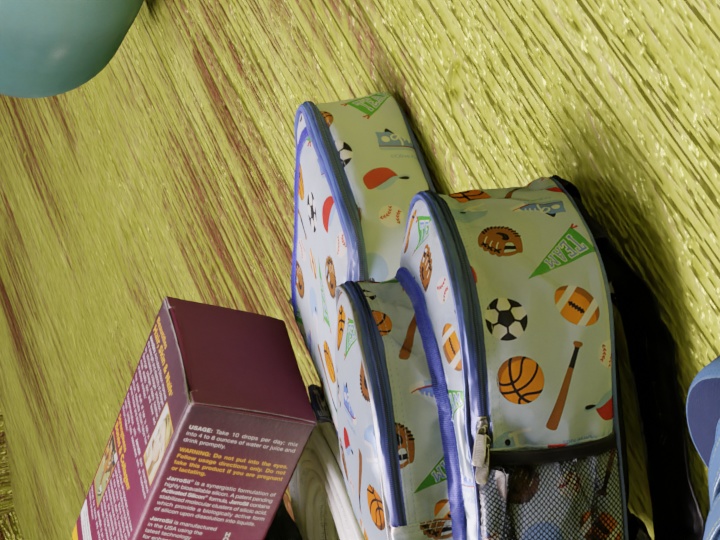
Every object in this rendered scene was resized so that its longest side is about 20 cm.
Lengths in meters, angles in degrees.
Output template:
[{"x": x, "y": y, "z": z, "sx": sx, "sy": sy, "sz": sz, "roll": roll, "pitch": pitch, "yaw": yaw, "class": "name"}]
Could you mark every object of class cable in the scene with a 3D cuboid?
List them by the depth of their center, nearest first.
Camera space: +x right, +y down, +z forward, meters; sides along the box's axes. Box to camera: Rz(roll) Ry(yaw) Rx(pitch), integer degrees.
[{"x": 0.007, "y": 0.177, "z": 1.634, "sx": 0.200, "sy": 0.069, "sz": 0.201, "roll": 131, "pitch": 125, "yaw": -72, "class": "cable"}]

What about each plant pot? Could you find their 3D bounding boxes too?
[{"x": -0.259, "y": -0.261, "z": 2.062, "sx": 0.161, "sy": 0.200, "sz": 0.201, "roll": -30, "pitch": 73, "yaw": 63, "class": "plant pot"}]

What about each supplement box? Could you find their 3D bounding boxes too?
[{"x": -0.108, "y": 0.132, "z": 1.580, "sx": 0.111, "sy": 0.085, "sz": 0.201, "roll": -110, "pitch": 37, "yaw": -52, "class": "supplement box"}]

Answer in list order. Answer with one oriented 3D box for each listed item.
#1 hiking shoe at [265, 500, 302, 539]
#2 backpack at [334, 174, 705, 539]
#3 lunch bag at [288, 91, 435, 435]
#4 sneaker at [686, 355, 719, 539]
[{"x": -0.070, "y": 0.195, "z": 1.705, "sx": 0.087, "sy": 0.074, "sz": 0.201, "roll": 77, "pitch": -176, "yaw": -48, "class": "hiking shoe"}, {"x": 0.062, "y": 0.053, "z": 1.187, "sx": 0.200, "sy": 0.153, "sz": 0.191, "roll": -136, "pitch": 46, "yaw": -70, "class": "backpack"}, {"x": 0.000, "y": 0.000, "z": 1.510, "sx": 0.200, "sy": 0.075, "sz": 0.161, "roll": 95, "pitch": 160, "yaw": -47, "class": "lunch bag"}, {"x": 0.161, "y": 0.096, "z": 0.955, "sx": 0.200, "sy": 0.082, "sz": 0.074, "roll": -121, "pitch": 22, "yaw": -56, "class": "sneaker"}]
